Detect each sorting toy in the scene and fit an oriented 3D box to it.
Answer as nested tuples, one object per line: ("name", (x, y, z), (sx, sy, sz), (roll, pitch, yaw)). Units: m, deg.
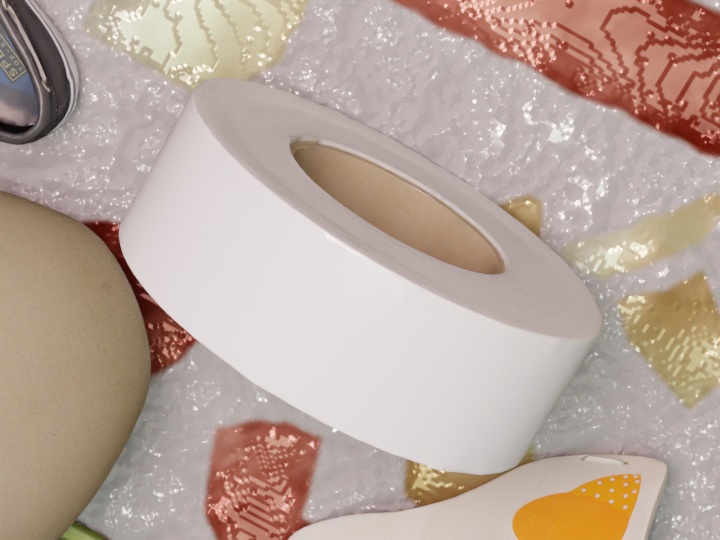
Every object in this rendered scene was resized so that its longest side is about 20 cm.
("sorting toy", (0.047, 0.190, 1.220), (0.179, 0.107, 0.201), (5, 108, 20))

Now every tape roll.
("tape roll", (0.000, 0.000, 1.097), (0.202, 0.203, 0.071), (28, 106, -7))

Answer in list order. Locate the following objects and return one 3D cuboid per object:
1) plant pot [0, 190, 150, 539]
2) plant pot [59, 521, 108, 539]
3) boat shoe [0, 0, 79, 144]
("plant pot", (-0.171, 0.042, 1.136), (0.134, 0.200, 0.201), (-21, 109, -30))
("plant pot", (-0.182, 0.234, 1.178), (0.199, 0.190, 0.201), (1, 108, 2))
("boat shoe", (-0.200, -0.133, 1.130), (0.070, 0.066, 0.200), (-34, 103, 11))
